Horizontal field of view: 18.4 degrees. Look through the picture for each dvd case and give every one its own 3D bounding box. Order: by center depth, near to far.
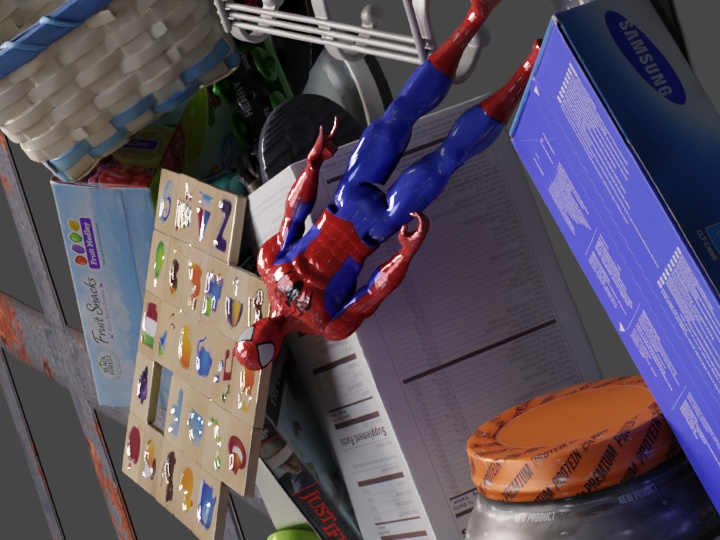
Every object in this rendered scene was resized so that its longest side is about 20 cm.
[{"bbox_3d":[0.003,0.104,1.166,0.200,0.022,0.146,54,-157,-25],"label":"dvd case"}]

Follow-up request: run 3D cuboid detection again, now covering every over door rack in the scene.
[{"bbox_3d":[-0.030,-0.179,1.006,0.147,0.067,0.200,15,147,40],"label":"over door rack"}]

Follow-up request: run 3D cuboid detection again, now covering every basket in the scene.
[{"bbox_3d":[-0.173,-0.162,1.200,0.200,0.176,0.139,56,-175,-35],"label":"basket"}]

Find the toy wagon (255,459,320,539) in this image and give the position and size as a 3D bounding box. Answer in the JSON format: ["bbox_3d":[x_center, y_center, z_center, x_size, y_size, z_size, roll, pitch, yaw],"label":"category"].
[{"bbox_3d":[-0.023,0.089,1.217,0.200,0.039,0.156,35,-133,-46],"label":"toy wagon"}]

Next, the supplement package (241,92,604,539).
[{"bbox_3d":[0.035,0.035,1.071,0.201,0.113,0.109,69,161,2],"label":"supplement package"}]

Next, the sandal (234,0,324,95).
[{"bbox_3d":[-0.060,-0.189,1.226,0.075,0.045,0.201,36,143,60],"label":"sandal"}]

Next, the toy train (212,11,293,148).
[{"bbox_3d":[-0.079,-0.157,1.307,0.056,0.042,0.201,10,-125,-67],"label":"toy train"}]

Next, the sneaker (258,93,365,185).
[{"bbox_3d":[0.000,0.000,1.173,0.201,0.070,0.082,62,168,-10],"label":"sneaker"}]

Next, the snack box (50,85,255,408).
[{"bbox_3d":[-0.117,-0.042,1.354,0.200,0.067,0.169,-70,-21,-50],"label":"snack box"}]

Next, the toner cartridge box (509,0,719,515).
[{"bbox_3d":[0.128,-0.002,0.867,0.201,0.043,0.095,63,160,21],"label":"toner cartridge box"}]

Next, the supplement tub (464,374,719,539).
[{"bbox_3d":[0.116,0.154,0.942,0.122,0.122,0.201,12,120,70],"label":"supplement tub"}]

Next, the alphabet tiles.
[{"bbox_3d":[-0.080,0.042,1.114,0.200,0.008,0.168,-158,75,-67],"label":"alphabet tiles"}]

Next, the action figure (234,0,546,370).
[{"bbox_3d":[0.007,-0.033,0.971,0.065,0.200,0.052,40,-161,8],"label":"action figure"}]

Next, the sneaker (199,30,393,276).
[{"bbox_3d":[-0.049,-0.046,1.223,0.084,0.120,0.200,59,159,29],"label":"sneaker"}]
